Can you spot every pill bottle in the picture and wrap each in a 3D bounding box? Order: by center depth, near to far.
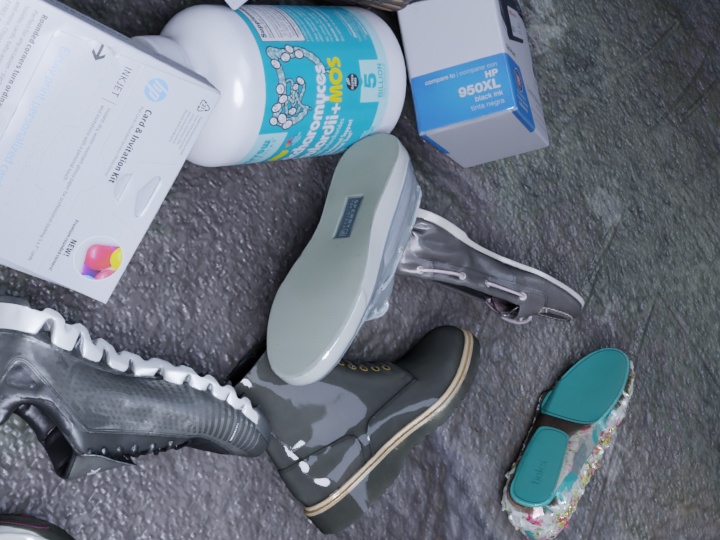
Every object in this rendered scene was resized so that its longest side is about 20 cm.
[{"bbox_3d":[-0.071,-0.132,0.776,0.200,0.111,0.111,-12,85,-41],"label":"pill bottle"}]

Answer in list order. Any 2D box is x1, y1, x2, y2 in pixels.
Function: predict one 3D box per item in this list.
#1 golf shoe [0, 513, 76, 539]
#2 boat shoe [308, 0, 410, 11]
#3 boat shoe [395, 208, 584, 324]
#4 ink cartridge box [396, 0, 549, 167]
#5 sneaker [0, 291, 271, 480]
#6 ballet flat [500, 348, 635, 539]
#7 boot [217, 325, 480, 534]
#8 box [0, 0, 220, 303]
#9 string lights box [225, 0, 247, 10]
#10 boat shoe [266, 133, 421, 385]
[{"bbox_3d":[-0.239,0.157,0.561,0.200,0.088,0.077,-2,80,-39],"label":"golf shoe"},{"bbox_3d":[-0.002,-0.236,0.812,0.076,0.200,0.072,16,96,-19],"label":"boat shoe"},{"bbox_3d":[0.101,0.012,0.913,0.200,0.067,0.057,26,77,-26],"label":"boat shoe"},{"bbox_3d":[0.088,-0.202,0.913,0.145,0.084,0.200,15,64,-69],"label":"ink cartridge box"},{"bbox_3d":[-0.149,0.093,0.674,0.200,0.066,0.091,28,63,-27],"label":"sneaker"},{"bbox_3d":[0.178,0.151,0.939,0.200,0.076,0.064,-48,139,-34],"label":"ballet flat"},{"bbox_3d":[-0.004,0.071,0.798,0.138,0.077,0.200,51,50,-10],"label":"boot"},{"bbox_3d":[-0.205,-0.084,0.635,0.200,0.041,0.156,23,104,-32],"label":"box"},{"bbox_3d":[-0.052,-0.262,0.782,0.059,0.103,0.200,49,22,-17],"label":"string lights box"},{"bbox_3d":[-0.001,0.000,0.770,0.072,0.070,0.201,49,53,-44],"label":"boat shoe"}]
